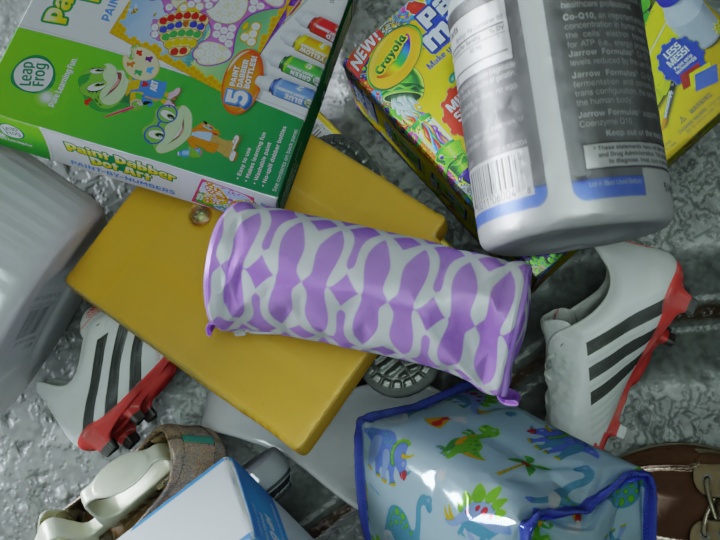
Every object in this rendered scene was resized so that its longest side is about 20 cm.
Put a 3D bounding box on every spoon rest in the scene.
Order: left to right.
[{"bbox_3d":[-0.019,0.118,0.803,0.199,0.061,0.100,10,85,7],"label":"spoon rest"}]

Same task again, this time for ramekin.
[{"bbox_3d":[-0.255,0.012,0.769,0.097,0.200,0.201,29,87,-1],"label":"ramekin"}]

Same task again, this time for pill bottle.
[{"bbox_3d":[0.112,-0.116,0.665,0.113,0.114,0.201,-7,83,4],"label":"pill bottle"}]

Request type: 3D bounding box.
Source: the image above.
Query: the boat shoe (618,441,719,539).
[{"bbox_3d":[0.253,0.154,0.769,0.199,0.072,0.076,-2,84,5],"label":"boat shoe"}]

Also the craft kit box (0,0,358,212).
[{"bbox_3d":[-0.117,-0.147,0.749,0.196,0.049,0.201,15,65,5],"label":"craft kit box"}]

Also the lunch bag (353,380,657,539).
[{"bbox_3d":[0.089,0.193,0.712,0.127,0.170,0.201,-12,110,-31],"label":"lunch bag"}]

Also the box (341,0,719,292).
[{"bbox_3d":[0.127,-0.124,0.784,0.200,0.122,0.193,-42,81,0],"label":"box"}]

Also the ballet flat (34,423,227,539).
[{"bbox_3d":[-0.180,0.171,0.790,0.200,0.067,0.068,-44,56,11],"label":"ballet flat"}]

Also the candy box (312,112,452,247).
[{"bbox_3d":[-0.012,-0.026,0.833,0.102,0.026,0.200,-44,82,3],"label":"candy box"}]

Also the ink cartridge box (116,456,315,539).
[{"bbox_3d":[-0.074,0.240,0.730,0.144,0.085,0.200,-38,123,2],"label":"ink cartridge box"}]

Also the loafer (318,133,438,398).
[{"bbox_3d":[0.000,0.000,0.783,0.075,0.070,0.201,-19,69,3],"label":"loafer"}]

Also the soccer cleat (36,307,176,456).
[{"bbox_3d":[-0.149,0.039,0.809,0.085,0.069,0.200,41,97,10],"label":"soccer cleat"}]

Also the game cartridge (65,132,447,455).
[{"bbox_3d":[-0.065,-0.007,0.745,0.200,0.032,0.177,34,79,16],"label":"game cartridge"}]

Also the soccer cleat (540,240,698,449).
[{"bbox_3d":[0.150,0.071,0.777,0.085,0.069,0.201,27,101,2],"label":"soccer cleat"}]

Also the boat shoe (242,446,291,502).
[{"bbox_3d":[-0.108,0.199,0.786,0.057,0.069,0.200,45,111,-1],"label":"boat shoe"}]

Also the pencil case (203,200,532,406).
[{"bbox_3d":[0.002,0.017,0.669,0.199,0.084,0.086,12,100,12],"label":"pencil case"}]
